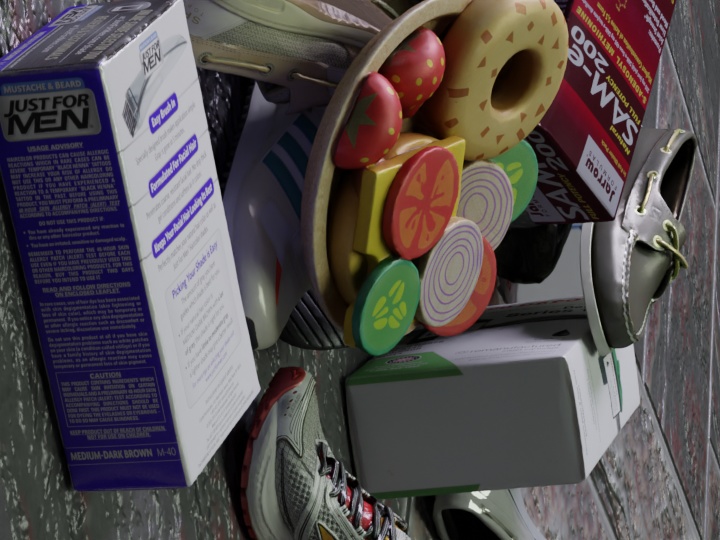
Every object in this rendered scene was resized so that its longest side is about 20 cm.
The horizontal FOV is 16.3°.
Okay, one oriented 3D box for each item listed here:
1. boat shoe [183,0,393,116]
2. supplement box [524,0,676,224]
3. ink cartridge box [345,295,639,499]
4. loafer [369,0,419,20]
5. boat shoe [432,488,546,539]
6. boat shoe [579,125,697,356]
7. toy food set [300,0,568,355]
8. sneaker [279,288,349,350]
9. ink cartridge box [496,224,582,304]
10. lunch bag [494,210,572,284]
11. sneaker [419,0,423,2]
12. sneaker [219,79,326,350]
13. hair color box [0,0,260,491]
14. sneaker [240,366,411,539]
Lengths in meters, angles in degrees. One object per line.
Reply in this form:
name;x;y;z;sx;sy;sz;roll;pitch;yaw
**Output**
boat shoe;-0.033;-0.118;1.324;0.200;0.072;0.065;14;115;-51
supplement box;0.132;-0.140;1.528;0.109;0.061;0.200;46;53;-44
ink cartridge box;0.089;0.078;1.609;0.200;0.146;0.085;-37;119;-71
loafer;-0.024;-0.153;1.433;0.200;0.076;0.068;38;50;-54
boat shoe;0.096;0.201;1.732;0.200;0.072;0.066;69;29;-43
boat shoe;0.178;-0.025;1.602;0.202;0.060;0.072;-76;155;-48
toy food set;0.039;-0.050;1.334;0.200;0.049;0.199;-25;128;-51
sneaker;0.000;0.000;1.472;0.200;0.088;0.074;-34;94;-45
ink cartridge box;0.149;-0.075;1.846;0.146;0.086;0.201;-101;-169;-81
lunch bag;0.095;-0.104;1.625;0.200;0.117;0.164;44;54;-49
sneaker;0.055;-0.201;1.498;0.200;0.089;0.079;40;-7;48
sneaker;-0.021;-0.041;1.353;0.070;0.093;0.200;82;13;-45
hair color box;-0.106;-0.013;1.139;0.109;0.065;0.201;-54;139;-64
sneaker;-0.011;0.137;1.375;0.078;0.082;0.200;-69;149;-54
